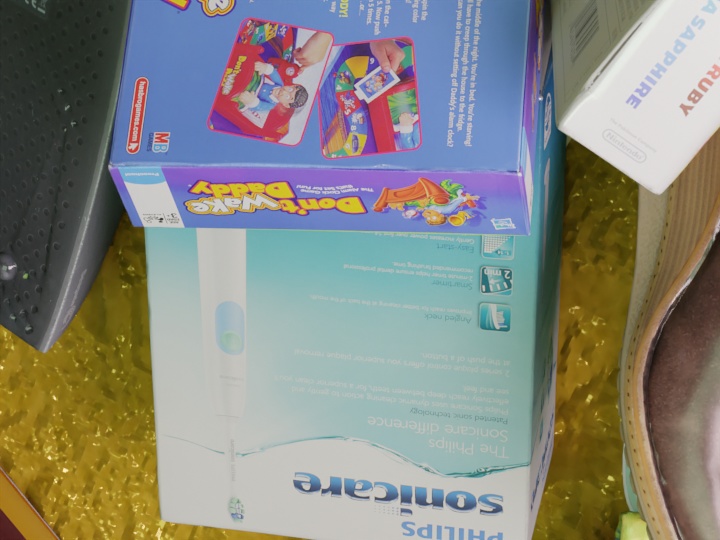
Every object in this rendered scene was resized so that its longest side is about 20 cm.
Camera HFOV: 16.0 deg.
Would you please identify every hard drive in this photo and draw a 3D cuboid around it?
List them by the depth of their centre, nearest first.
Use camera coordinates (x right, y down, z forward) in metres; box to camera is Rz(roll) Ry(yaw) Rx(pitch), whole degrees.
[{"bbox_3d":[-0.137,-0.083,1.000,0.135,0.042,0.200,31,122,26],"label":"hard drive"}]

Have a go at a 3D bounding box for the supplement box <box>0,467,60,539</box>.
[{"bbox_3d":[-0.240,0.142,1.049,0.133,0.200,0.197,-37,94,27],"label":"supplement box"}]

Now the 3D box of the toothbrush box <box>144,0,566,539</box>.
[{"bbox_3d":[0.000,0.000,0.953,0.146,0.085,0.201,5,120,11],"label":"toothbrush box"}]

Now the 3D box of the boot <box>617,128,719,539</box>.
[{"bbox_3d":[0.164,0.012,0.792,0.166,0.072,0.201,-10,79,37],"label":"boot"}]

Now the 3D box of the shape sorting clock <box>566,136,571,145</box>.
[{"bbox_3d":[-0.006,-0.101,0.970,0.199,0.039,0.201,7,111,18],"label":"shape sorting clock"}]

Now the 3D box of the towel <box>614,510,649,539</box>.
[{"bbox_3d":[0.183,0.169,0.942,0.199,0.023,0.144,9,88,5],"label":"towel"}]

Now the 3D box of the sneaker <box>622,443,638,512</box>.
[{"bbox_3d":[0.142,0.034,0.922,0.074,0.118,0.201,31,116,7],"label":"sneaker"}]

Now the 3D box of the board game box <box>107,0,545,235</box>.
[{"bbox_3d":[-0.004,-0.111,0.866,0.134,0.045,0.201,2,65,8],"label":"board game box"}]

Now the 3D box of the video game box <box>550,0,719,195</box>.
[{"bbox_3d":[0.130,-0.138,0.813,0.047,0.200,0.182,32,113,-11],"label":"video game box"}]
